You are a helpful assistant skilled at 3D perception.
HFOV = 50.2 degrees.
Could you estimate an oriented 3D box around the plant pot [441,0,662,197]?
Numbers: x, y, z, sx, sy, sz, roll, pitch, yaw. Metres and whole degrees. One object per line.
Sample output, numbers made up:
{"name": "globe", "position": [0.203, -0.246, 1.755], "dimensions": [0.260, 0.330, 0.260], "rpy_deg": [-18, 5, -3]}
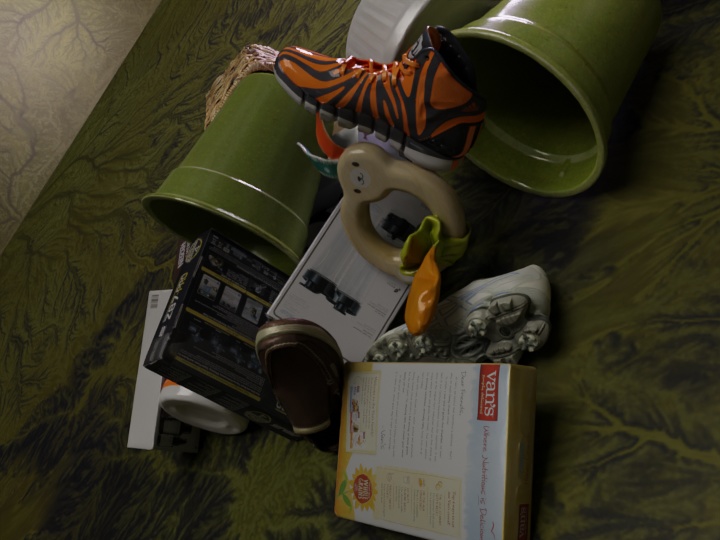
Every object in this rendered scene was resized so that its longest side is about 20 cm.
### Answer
{"name": "plant pot", "position": [0.191, -0.207, 0.750], "dimensions": [0.184, 0.200, 0.200], "rpy_deg": [-51, 30, -19]}

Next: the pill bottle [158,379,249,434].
{"name": "pill bottle", "position": [-0.166, 0.092, 0.967], "dimensions": [0.114, 0.114, 0.201], "rpy_deg": [-16, 48, 44]}

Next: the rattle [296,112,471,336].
{"name": "rattle", "position": [-0.002, -0.048, 0.714], "dimensions": [0.130, 0.200, 0.143], "rpy_deg": [-23, 25, 55]}

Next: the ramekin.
{"name": "ramekin", "position": [0.073, -0.237, 0.819], "dimensions": [0.094, 0.202, 0.203], "rpy_deg": [41, 94, 33]}

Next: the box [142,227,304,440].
{"name": "box", "position": [-0.116, 0.072, 0.840], "dimensions": [0.049, 0.200, 0.162], "rpy_deg": [-25, 42, 44]}

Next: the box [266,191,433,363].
{"name": "box", "position": [0.000, 0.000, 0.820], "dimensions": [0.200, 0.116, 0.060], "rpy_deg": [-59, -2, -14]}

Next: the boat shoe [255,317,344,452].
{"name": "boat shoe", "position": [-0.045, 0.118, 0.733], "dimensions": [0.074, 0.202, 0.075], "rpy_deg": [-14, 56, 8]}

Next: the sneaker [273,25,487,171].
{"name": "sneaker", "position": [0.024, -0.180, 0.693], "dimensions": [0.078, 0.199, 0.112], "rpy_deg": [-66, 1, -47]}

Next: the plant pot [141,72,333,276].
{"name": "plant pot", "position": [-0.119, -0.116, 0.893], "dimensions": [0.200, 0.200, 0.191], "rpy_deg": [1, 63, 52]}

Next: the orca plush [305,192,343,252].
{"name": "orca plush", "position": [-0.004, -0.043, 0.963], "dimensions": [0.200, 0.071, 0.106], "rpy_deg": [-19, 90, 52]}

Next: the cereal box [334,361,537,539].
{"name": "cereal box", "position": [0.057, 0.151, 0.655], "dimensions": [0.200, 0.039, 0.145], "rpy_deg": [-6, 76, 48]}

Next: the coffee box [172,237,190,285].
{"name": "coffee box", "position": [-0.187, -0.049, 1.162], "dimensions": [0.200, 0.080, 0.115], "rpy_deg": [-38, 35, 23]}

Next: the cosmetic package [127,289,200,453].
{"name": "cosmetic package", "position": [-0.241, 0.131, 0.996], "dimensions": [0.050, 0.082, 0.201], "rpy_deg": [-4, 74, 30]}

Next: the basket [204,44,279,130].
{"name": "basket", "position": [-0.109, -0.211, 1.102], "dimensions": [0.143, 0.200, 0.149], "rpy_deg": [-42, 32, 21]}

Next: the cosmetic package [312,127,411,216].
{"name": "cosmetic package", "position": [-0.038, -0.109, 0.996], "dimensions": [0.200, 0.101, 0.074], "rpy_deg": [-19, 64, 44]}

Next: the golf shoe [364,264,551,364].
{"name": "golf shoe", "position": [0.096, 0.055, 0.728], "dimensions": [0.200, 0.078, 0.097], "rpy_deg": [-23, 22, 36]}

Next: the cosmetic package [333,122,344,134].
{"name": "cosmetic package", "position": [-0.051, -0.207, 1.012], "dimensions": [0.199, 0.106, 0.071], "rpy_deg": [-9, 13, -1]}
